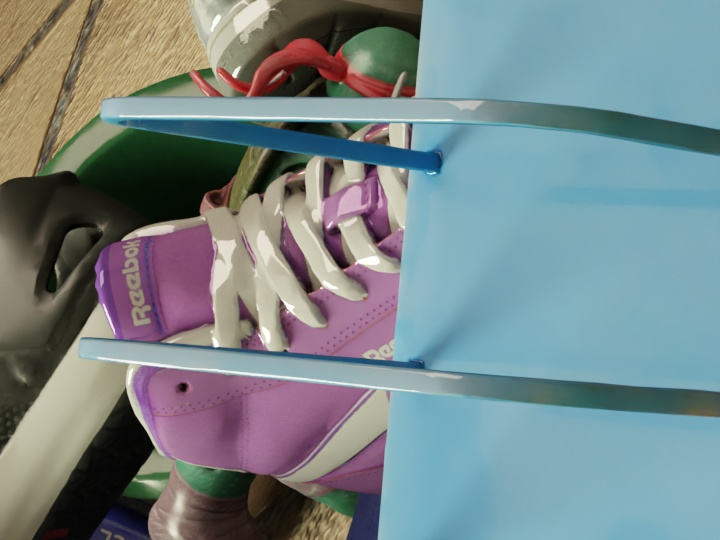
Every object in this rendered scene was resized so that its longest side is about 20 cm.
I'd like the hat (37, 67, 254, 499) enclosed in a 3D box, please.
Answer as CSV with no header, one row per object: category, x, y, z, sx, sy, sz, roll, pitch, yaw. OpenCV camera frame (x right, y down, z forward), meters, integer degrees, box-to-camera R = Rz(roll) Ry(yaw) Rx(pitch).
hat,-0.033,0.032,1.122,0.165,0.176,0.200,-33,52,4

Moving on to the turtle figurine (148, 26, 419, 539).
turtle figurine,0.000,0.000,0.891,0.101,0.149,0.201,47,132,31

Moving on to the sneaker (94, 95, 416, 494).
sneaker,-0.003,-0.003,0.722,0.201,0.114,0.073,114,155,-51

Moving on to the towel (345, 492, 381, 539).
towel,0.003,0.144,0.779,0.200,0.024,0.145,-110,40,-65

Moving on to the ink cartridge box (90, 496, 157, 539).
ink cartridge box,-0.128,0.098,1.074,0.077,0.136,0.200,-63,17,6

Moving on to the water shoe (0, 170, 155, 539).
water shoe,-0.121,0.063,0.844,0.200,0.079,0.071,-51,-17,4

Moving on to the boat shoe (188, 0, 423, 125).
boat shoe,0.008,-0.080,0.959,0.074,0.065,0.202,-41,-21,24

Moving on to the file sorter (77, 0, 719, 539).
file sorter,0.027,-0.024,0.577,0.138,0.122,0.201,3,88,45
